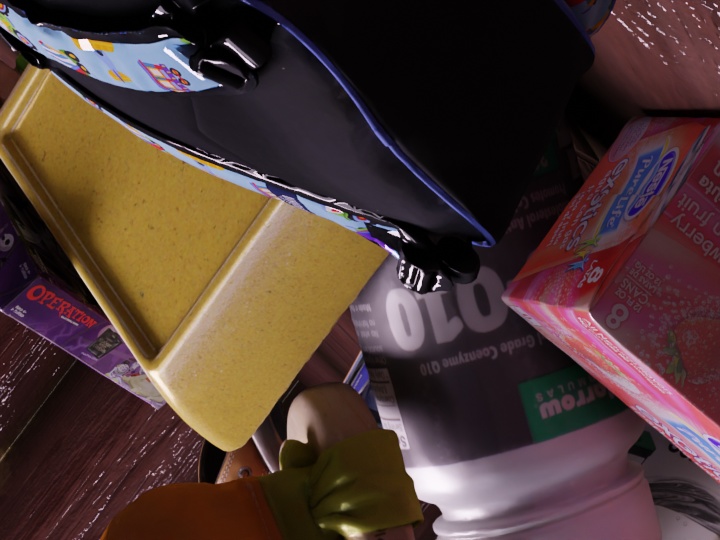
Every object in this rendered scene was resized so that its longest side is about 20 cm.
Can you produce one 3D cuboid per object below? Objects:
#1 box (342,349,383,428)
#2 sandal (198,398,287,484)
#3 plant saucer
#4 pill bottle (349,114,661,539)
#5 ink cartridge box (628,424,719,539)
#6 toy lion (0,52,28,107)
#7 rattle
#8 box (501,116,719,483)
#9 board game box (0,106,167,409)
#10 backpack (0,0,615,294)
[{"bbox_3d":[0.012,0.062,1.267,0.041,0.120,0.200,31,161,-2],"label":"box"},{"bbox_3d":[-0.056,0.092,1.212,0.082,0.054,0.201,-137,28,-67],"label":"sandal"},{"bbox_3d":[-0.075,-0.055,1.044,0.048,0.200,0.200,-11,-123,-48],"label":"plant saucer"},{"bbox_3d":[0.057,0.031,1.061,0.113,0.112,0.202,-176,68,-78],"label":"pill bottle"},{"bbox_3d":[0.158,0.139,1.265,0.084,0.201,0.146,41,171,-30],"label":"ink cartridge box"},{"bbox_3d":[-0.081,-0.048,1.212,0.200,0.069,0.192,36,176,33],"label":"toy lion"},{"bbox_3d":[-0.047,0.123,1.082,0.131,0.142,0.200,62,168,-11],"label":"rattle"},{"bbox_3d":[0.168,0.037,0.969,0.200,0.095,0.103,39,172,-15],"label":"box"},{"bbox_3d":[-0.155,-0.032,1.162,0.120,0.032,0.200,44,-169,-51],"label":"board game box"},{"bbox_3d":[-0.038,-0.104,0.830,0.199,0.135,0.183,22,166,38],"label":"backpack"}]
